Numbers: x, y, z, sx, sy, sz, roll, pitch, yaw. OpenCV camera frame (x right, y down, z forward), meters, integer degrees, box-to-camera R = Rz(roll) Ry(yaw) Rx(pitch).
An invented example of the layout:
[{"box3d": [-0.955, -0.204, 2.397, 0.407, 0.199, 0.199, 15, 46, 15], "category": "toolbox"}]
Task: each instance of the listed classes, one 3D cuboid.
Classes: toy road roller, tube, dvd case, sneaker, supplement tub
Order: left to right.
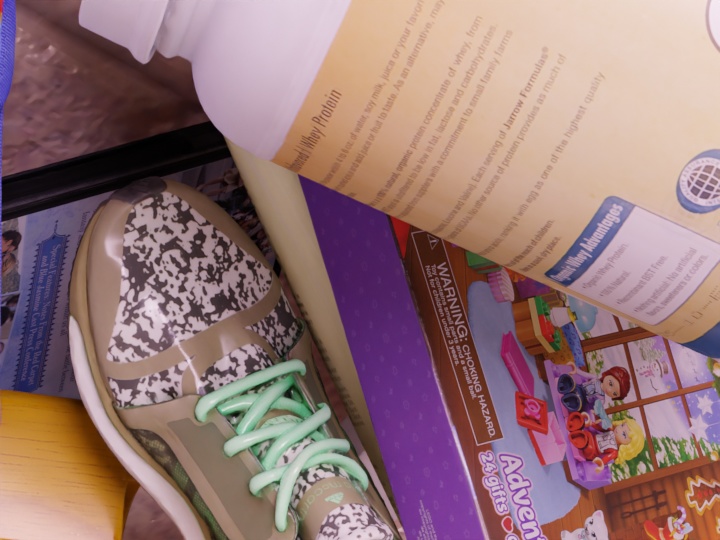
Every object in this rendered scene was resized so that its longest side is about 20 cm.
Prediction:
[{"box3d": [-0.124, 0.122, 0.769, 0.122, 0.147, 0.200, 9, 162, -14], "category": "toy road roller"}, {"box3d": [-0.108, 0.021, 0.798, 0.199, 0.018, 0.143, -18, 139, -36], "category": "dvd case"}, {"box3d": [-0.018, 0.062, 0.690, 0.077, 0.201, 0.088, -27, -173, -29], "category": "sneaker"}, {"box3d": [0.000, 0.000, 0.736, 0.052, 0.201, 0.058, -27, 180, -22], "category": "tube"}, {"box3d": [0.046, -0.075, 0.570, 0.199, 0.145, 0.145, 23, 128, -6], "category": "supplement tub"}]

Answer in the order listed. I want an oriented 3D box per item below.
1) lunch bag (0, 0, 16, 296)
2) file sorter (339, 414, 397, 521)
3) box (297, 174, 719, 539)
[{"box3d": [-0.164, -0.065, 0.623, 0.094, 0.201, 0.150, 3, 171, 36], "category": "lunch bag"}, {"box3d": [0.036, 0.120, 0.861, 0.139, 0.124, 0.200, -49, 168, 2], "category": "file sorter"}, {"box3d": [0.063, 0.024, 0.718, 0.136, 0.201, 0.039, -11, 170, -39], "category": "box"}]
